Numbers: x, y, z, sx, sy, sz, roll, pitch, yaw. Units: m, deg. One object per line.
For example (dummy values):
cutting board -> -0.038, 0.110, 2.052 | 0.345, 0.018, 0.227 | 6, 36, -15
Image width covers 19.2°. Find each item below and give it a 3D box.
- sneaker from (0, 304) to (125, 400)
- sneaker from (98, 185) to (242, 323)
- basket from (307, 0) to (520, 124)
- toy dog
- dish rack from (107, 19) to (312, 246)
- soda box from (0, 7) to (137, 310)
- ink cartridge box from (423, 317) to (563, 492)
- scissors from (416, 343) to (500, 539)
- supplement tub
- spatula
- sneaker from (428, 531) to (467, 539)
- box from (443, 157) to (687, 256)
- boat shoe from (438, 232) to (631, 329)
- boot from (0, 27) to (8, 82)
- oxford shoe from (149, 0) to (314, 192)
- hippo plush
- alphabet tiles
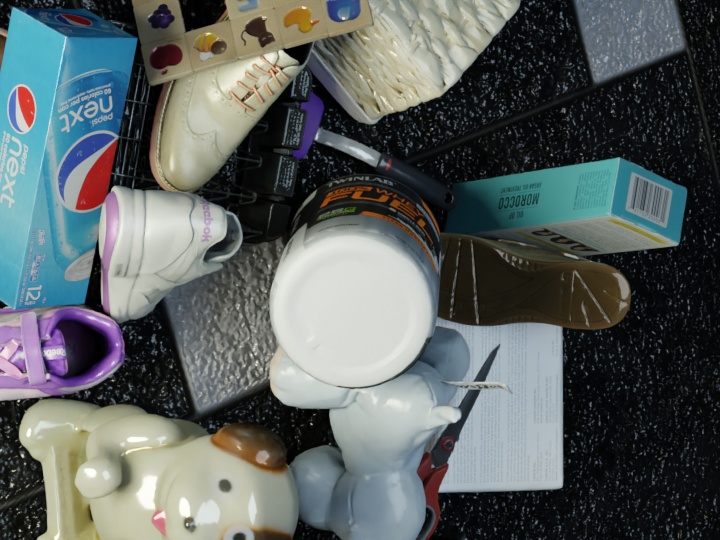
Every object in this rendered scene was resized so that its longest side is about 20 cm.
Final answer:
sneaker -> -0.249, 0.059, 1.490 | 0.200, 0.088, 0.081 | -8, 96, -36
sneaker -> -0.135, -0.007, 1.510 | 0.099, 0.200, 0.075 | 0, 78, -7
basket -> 0.011, -0.231, 1.657 | 0.200, 0.123, 0.136 | 50, 62, -21
toy dog -> -0.125, 0.168, 1.512 | 0.194, 0.200, 0.140 | 5, 87, -36
dish rack -> -0.130, -0.104, 1.593 | 0.200, 0.055, 0.154 | 9, 90, -33
soda box -> -0.216, -0.077, 1.480 | 0.064, 0.068, 0.200 | -6, 117, -44
ink cartridge box -> 0.072, 0.103, 1.770 | 0.200, 0.050, 0.161 | 0, 90, -19
scissors -> 0.068, 0.153, 1.732 | 0.073, 0.014, 0.200 | 41, 88, -23
supplement tub -> 0.000, 0.000, 1.603 | 0.122, 0.200, 0.123 | 1, 109, 3
spatula -> -0.001, -0.094, 1.710 | 0.200, 0.021, 0.057 | 27, 77, -24
sneaker -> 0.041, 0.305, 1.716 | 0.200, 0.070, 0.093 | -45, 109, -31
box -> 0.164, -0.046, 1.730 | 0.082, 0.200, 0.049 | 21, 74, -35
boat shoe -> 0.119, 0.011, 1.740 | 0.200, 0.065, 0.071 | 11, 97, 1
boot -> -0.313, -0.094, 1.464 | 0.186, 0.064, 0.200 | 41, 72, -37
oxford shoe -> -0.085, -0.143, 1.540 | 0.071, 0.074, 0.200 | 33, 79, -34
hippo plush -> 0.023, 0.135, 1.654 | 0.159, 0.200, 0.161 | -22, 122, -54
alphabet tiles -> -0.071, -0.229, 1.540 | 0.008, 0.200, 0.167 | 70, 6, -63
